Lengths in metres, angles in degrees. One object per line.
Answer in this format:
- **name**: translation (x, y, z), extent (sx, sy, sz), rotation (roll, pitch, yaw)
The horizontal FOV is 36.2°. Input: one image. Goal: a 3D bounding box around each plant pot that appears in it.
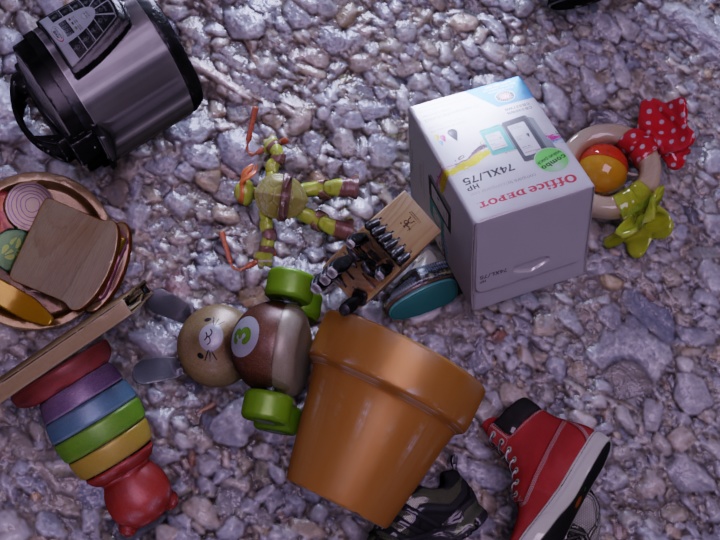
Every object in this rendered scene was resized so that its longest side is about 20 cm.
- **plant pot**: translation (0.011, 0.172, 1.210), extent (0.198, 0.200, 0.185), rotation (27, 80, -2)

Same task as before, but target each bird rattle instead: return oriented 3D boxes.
- **bird rattle**: translation (0.325, -0.128, 1.357), extent (0.160, 0.113, 0.203), rotation (10, 75, 11)

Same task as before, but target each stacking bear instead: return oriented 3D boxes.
- **stacking bear**: translation (-0.279, 0.191, 1.216), extent (0.121, 0.113, 0.202), rotation (-32, 93, -27)

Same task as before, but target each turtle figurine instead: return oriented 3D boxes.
- **turtle figurine**: translation (-0.083, -0.095, 1.312), extent (0.159, 0.064, 0.203), rotation (7, 79, -6)

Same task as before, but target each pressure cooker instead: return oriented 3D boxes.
- **pressure cooker**: translation (-0.299, -0.211, 1.250), extent (0.199, 0.176, 0.180), rotation (-33, 102, -11)

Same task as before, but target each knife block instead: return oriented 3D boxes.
- **knife block**: translation (0.000, 0.000, 1.222), extent (0.064, 0.200, 0.175), rotation (47, 64, 3)

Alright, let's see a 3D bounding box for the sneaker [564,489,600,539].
- **sneaker**: translation (0.238, 0.348, 1.265), extent (0.077, 0.085, 0.203), rotation (17, 78, -4)

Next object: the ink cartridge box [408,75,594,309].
- **ink cartridge box**: translation (0.156, -0.090, 1.260), extent (0.145, 0.147, 0.201), rotation (-17, 50, -10)

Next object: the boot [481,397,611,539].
- **boot**: translation (0.180, 0.245, 1.261), extent (0.143, 0.073, 0.201), rotation (24, 61, 27)

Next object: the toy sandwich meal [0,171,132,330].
- **toy sandwich meal**: translation (-0.368, -0.023, 1.260), extent (0.202, 0.070, 0.209), rotation (1, 80, -7)

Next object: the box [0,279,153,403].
- **box**: translation (-0.318, 0.081, 1.181), extent (0.199, 0.164, 0.021), rotation (-34, 97, 1)

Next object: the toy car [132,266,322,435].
- **toy car**: translation (-0.156, 0.082, 1.238), extent (0.197, 0.158, 0.167), rotation (8, 75, 7)

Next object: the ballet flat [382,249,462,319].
- **ballet flat**: translation (0.110, -0.001, 1.328), extent (0.197, 0.074, 0.075), rotation (-18, 83, -12)

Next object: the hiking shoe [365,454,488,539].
- **hiking shoe**: translation (0.043, 0.290, 1.265), extent (0.198, 0.076, 0.102), rotation (-22, 72, -18)

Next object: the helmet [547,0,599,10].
- **helmet**: translation (0.284, -0.430, 1.354), extent (0.197, 0.191, 0.204), rotation (1, 79, -7)
